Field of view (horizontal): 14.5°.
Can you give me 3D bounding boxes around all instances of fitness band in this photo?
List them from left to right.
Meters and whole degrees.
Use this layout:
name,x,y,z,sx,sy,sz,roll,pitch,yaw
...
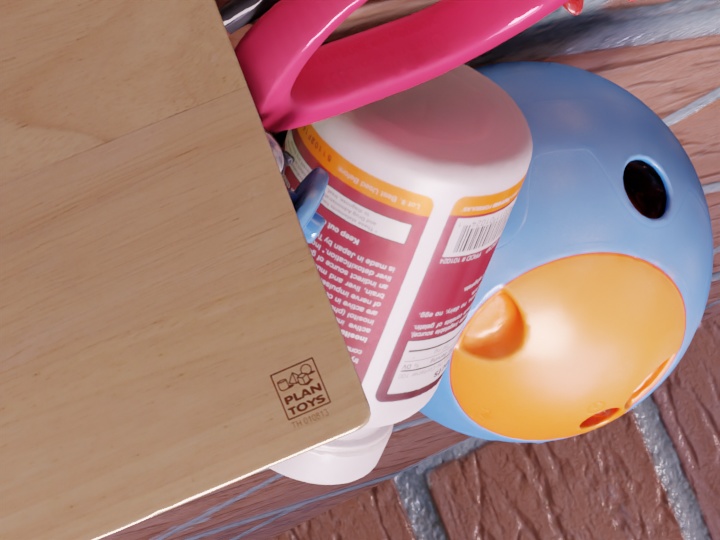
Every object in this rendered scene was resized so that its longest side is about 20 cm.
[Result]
name,x,y,z,sx,sy,sz,roll,pitch,yaw
fitness band,0.031,-0.116,1.207,0.199,0.038,0.143,-22,170,-44

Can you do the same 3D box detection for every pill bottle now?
name,x,y,z,sx,sy,sz,roll,pitch,yaw
pill bottle,0.000,0.000,1.363,0.113,0.113,0.201,-15,137,-43

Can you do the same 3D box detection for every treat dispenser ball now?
name,x,y,z,sx,sy,sz,roll,pitch,yaw
treat dispenser ball,0.086,-0.010,1.498,0.200,0.202,0.201,-22,171,-4

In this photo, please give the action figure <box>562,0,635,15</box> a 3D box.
name,x,y,z,sx,sy,sz,roll,pitch,yaw
action figure,0.166,-0.171,1.249,0.065,0.052,0.200,-11,163,-40

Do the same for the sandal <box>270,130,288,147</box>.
name,x,y,z,sx,sy,sz,roll,pitch,yaw
sandal,-0.084,-0.028,1.413,0.079,0.060,0.207,-17,169,-34

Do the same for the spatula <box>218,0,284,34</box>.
name,x,y,z,sx,sy,sz,roll,pitch,yaw
spatula,-0.079,-0.094,1.155,0.199,0.021,0.057,-25,170,8

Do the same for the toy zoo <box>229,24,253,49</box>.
name,x,y,z,sx,sy,sz,roll,pitch,yaw
toy zoo,-0.122,-0.049,1.260,0.199,0.021,0.131,-31,170,15

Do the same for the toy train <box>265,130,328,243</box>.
name,x,y,z,sx,sy,sz,roll,pitch,yaw
toy train,-0.085,0.002,1.211,0.115,0.086,0.200,-60,-171,-25

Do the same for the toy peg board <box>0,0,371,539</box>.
name,x,y,z,sx,sy,sz,roll,pitch,yaw
toy peg board,-0.126,-0.003,1.075,0.199,0.200,0.098,-22,-173,-5
